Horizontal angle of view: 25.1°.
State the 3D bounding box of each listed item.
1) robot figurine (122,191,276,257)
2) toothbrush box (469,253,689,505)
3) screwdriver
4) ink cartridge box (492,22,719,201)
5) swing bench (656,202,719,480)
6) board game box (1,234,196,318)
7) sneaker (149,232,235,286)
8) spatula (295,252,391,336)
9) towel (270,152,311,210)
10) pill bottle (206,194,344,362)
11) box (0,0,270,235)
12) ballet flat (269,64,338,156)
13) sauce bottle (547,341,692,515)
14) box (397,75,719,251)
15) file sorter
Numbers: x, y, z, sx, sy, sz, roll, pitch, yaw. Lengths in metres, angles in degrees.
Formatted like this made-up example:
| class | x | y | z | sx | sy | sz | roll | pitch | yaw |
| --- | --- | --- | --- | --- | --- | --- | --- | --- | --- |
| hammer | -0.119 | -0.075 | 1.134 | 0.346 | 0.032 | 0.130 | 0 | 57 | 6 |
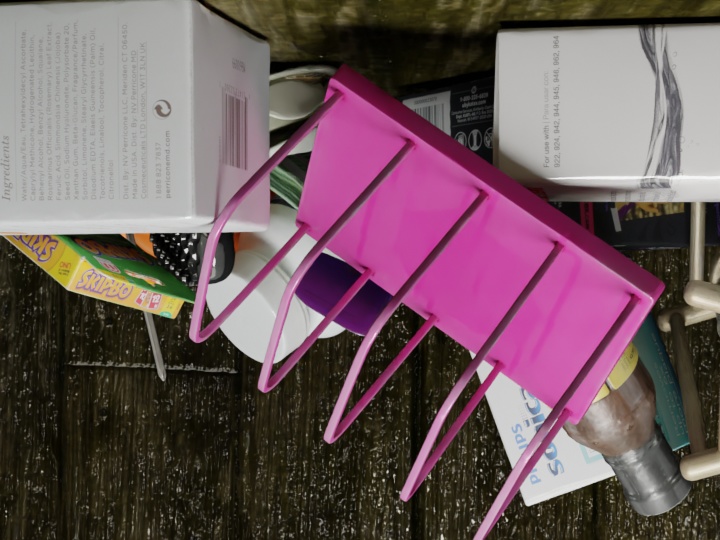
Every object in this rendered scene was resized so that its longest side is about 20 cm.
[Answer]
| class | x | y | z | sx | sy | sz | roll | pitch | yaw |
| --- | --- | --- | --- | --- | --- | --- | --- | --- | --- |
| robot figurine | -0.121 | -0.062 | 1.280 | 0.116 | 0.144 | 0.200 | 40 | -169 | 15 |
| toothbrush box | 0.150 | 0.068 | 1.104 | 0.085 | 0.148 | 0.200 | -23 | 170 | 22 |
| screwdriver | -0.152 | -0.026 | 1.032 | 0.029 | 0.203 | 0.028 | -7 | -170 | -2 |
| ink cartridge box | 0.174 | -0.082 | 0.879 | 0.197 | 0.085 | 0.145 | 0 | 179 | 8 |
| swing bench | 0.282 | 0.019 | 0.958 | 0.197 | 0.131 | 0.199 | -1 | -154 | 7 |
| board game box | -0.187 | -0.027 | 0.988 | 0.199 | 0.030 | 0.095 | 32 | -173 | 36 |
| sneaker | -0.099 | -0.056 | 1.052 | 0.089 | 0.071 | 0.200 | -8 | -152 | -21 |
| spatula | 0.000 | 0.000 | 1.005 | 0.056 | 0.021 | 0.200 | 28 | -166 | 3 |
| towel | -0.037 | -0.074 | 1.099 | 0.152 | 0.024 | 0.200 | 38 | -167 | 20 |
| pill bottle | -0.022 | -0.021 | 1.225 | 0.200 | 0.112 | 0.110 | -41 | -156 | -32 |
| box | -0.159 | -0.074 | 0.840 | 0.197 | 0.108 | 0.152 | 0 | 180 | 10 |
| ballet flat | -0.089 | -0.082 | 0.952 | 0.198 | 0.070 | 0.069 | -21 | -171 | -28 |
| sauce bottle | 0.129 | 0.056 | 0.939 | 0.064 | 0.201 | 0.065 | -28 | -161 | 11 |
| box | 0.136 | -0.067 | 1.089 | 0.198 | 0.108 | 0.122 | 1 | 179 | -35 |
| file sorter | 0.025 | 0.026 | 0.838 | 0.199 | 0.126 | 0.139 | 35 | 148 | 11 |
